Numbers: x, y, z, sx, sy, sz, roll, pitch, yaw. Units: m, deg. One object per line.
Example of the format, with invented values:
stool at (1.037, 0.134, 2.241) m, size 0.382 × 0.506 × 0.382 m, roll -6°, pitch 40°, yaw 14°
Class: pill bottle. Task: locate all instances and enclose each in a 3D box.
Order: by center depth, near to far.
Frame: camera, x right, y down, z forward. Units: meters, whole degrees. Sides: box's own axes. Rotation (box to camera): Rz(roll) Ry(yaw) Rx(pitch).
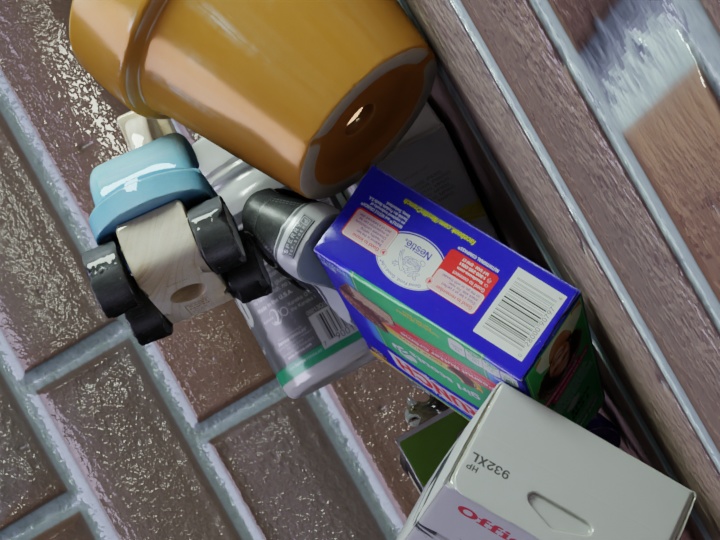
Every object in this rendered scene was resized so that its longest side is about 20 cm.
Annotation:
pill bottle at (-0.052, -0.015, 1.526) m, size 0.201 × 0.113 × 0.113 m, roll 61°, pitch 178°, yaw 6°

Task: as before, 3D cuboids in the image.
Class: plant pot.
plant pot at (-0.056, -0.152, 1.319) m, size 0.183 × 0.200 × 0.200 m, roll 43°, pitch 172°, yaw 19°

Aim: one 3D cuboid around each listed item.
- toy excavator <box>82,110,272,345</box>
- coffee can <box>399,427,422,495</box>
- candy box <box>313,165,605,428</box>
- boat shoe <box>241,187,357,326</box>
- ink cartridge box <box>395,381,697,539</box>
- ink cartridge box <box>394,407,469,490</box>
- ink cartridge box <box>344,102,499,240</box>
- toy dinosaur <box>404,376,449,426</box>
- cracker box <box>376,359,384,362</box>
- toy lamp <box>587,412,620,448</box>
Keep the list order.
toy excavator at (-0.137, -0.054, 1.390) m, size 0.195 × 0.099 × 0.201 m, roll 59°, pitch -170°, yaw -68°
coffee can at (0.148, 0.232, 1.988) m, size 0.200 × 0.146 × 0.147 m, roll 58°, pitch 177°, yaw 31°
candy box at (0.071, 0.037, 1.349) m, size 0.169 × 0.077 × 0.200 m, roll 32°, pitch 168°, yaw 23°
boat shoe at (-0.029, -0.013, 1.387) m, size 0.066 × 0.070 × 0.200 m, roll 30°, pitch -178°, yaw 22°
ink cartridge box at (0.110, 0.172, 1.306) m, size 0.145 × 0.084 × 0.200 m, roll 30°, pitch 153°, yaw 2°
ink cartridge box at (0.134, 0.177, 1.529) m, size 0.201 × 0.147 × 0.076 m, roll 61°, pitch 179°, yaw -1°
ink cartridge box at (0.041, -0.049, 1.528) m, size 0.201 × 0.083 × 0.145 m, roll 61°, pitch 179°, yaw -36°
toy dinosaur at (0.134, 0.138, 1.869) m, size 0.199 × 0.077 × 0.103 m, roll -2°, pitch -99°, yaw -44°
cracker box at (0.013, 0.017, 1.846) m, size 0.199 × 0.058 × 0.134 m, roll 13°, pitch -141°, yaw -36°
toy lamp at (0.184, 0.165, 1.411) m, size 0.200 × 0.058 × 0.058 m, roll 58°, pitch 177°, yaw 41°
